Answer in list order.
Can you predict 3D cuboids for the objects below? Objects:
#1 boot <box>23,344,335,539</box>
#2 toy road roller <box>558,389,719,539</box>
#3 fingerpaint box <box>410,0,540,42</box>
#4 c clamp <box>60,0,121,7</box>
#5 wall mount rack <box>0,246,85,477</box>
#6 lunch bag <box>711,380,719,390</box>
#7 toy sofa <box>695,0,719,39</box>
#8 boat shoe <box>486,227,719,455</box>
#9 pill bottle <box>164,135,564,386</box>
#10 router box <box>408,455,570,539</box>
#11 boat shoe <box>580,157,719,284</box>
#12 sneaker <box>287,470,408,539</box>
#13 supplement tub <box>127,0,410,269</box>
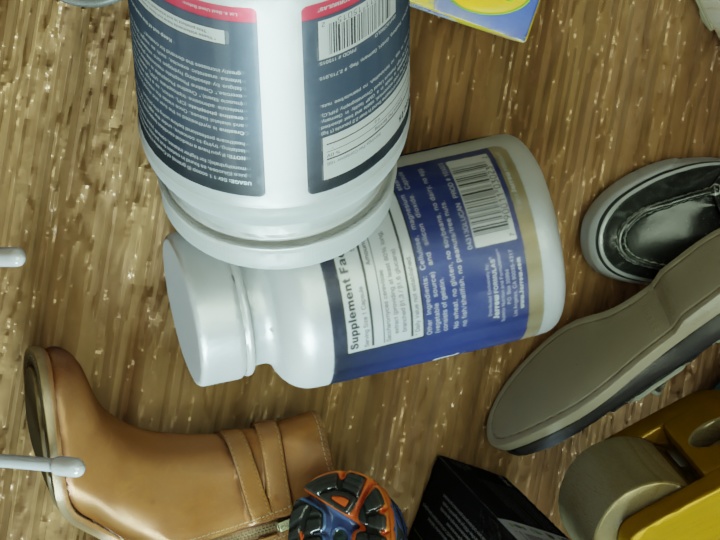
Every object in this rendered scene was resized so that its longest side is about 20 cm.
[{"bbox_3d":[-0.092,0.108,1.457,0.154,0.077,0.201,-21,108,-8],"label":"boot"},{"bbox_3d":[0.222,0.140,1.444,0.199,0.123,0.147,-24,107,-3],"label":"toy road roller"},{"bbox_3d":[0.017,-0.233,1.420,0.199,0.073,0.168,17,96,-15],"label":"fingerpaint box"},{"bbox_3d":[-0.121,-0.242,1.362,0.170,0.027,0.201,-15,86,15],"label":"c clamp"},{"bbox_3d":[-0.239,0.058,1.398,0.173,0.075,0.201,-13,105,5],"label":"wall mount rack"},{"bbox_3d":[0.268,0.152,1.555,0.199,0.082,0.161,34,93,-15],"label":"lunch bag"},{"bbox_3d":[0.245,-0.161,1.428,0.083,0.200,0.098,-31,100,-7],"label":"toy sofa"},{"bbox_3d":[0.160,0.053,1.494,0.200,0.073,0.063,-37,123,21],"label":"boat shoe"},{"bbox_3d":[0.000,0.000,1.435,0.199,0.111,0.112,-12,104,-11],"label":"pill bottle"},{"bbox_3d":[0.061,0.200,1.451,0.051,0.200,0.150,19,97,-16],"label":"router box"},{"bbox_3d":[0.227,-0.025,1.518,0.198,0.068,0.074,-2,101,-14],"label":"boat shoe"},{"bbox_3d":[-0.001,0.211,1.438,0.075,0.078,0.201,7,86,24],"label":"sneaker"},{"bbox_3d":[-0.044,-0.114,1.317,0.139,0.141,0.201,-12,136,-12],"label":"supplement tub"}]
